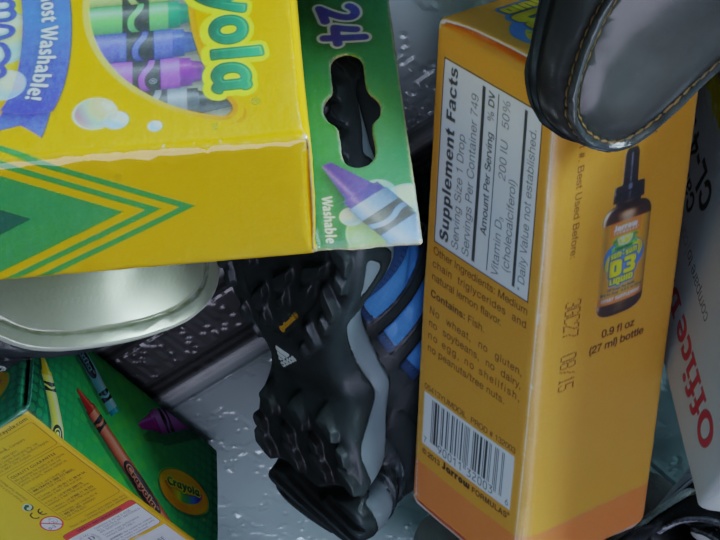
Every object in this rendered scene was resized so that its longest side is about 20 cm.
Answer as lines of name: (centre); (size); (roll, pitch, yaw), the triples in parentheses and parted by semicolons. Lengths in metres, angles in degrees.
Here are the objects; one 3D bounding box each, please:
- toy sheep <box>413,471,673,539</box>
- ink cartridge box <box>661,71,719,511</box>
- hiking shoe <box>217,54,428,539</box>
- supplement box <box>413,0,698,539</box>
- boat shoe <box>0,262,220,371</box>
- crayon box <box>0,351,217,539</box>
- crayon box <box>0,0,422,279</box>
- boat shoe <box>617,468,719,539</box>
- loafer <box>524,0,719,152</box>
toy sheep: (0.080, 0.148, 0.896); (0.198, 0.138, 0.139); (-8, 137, -11)
ink cartridge box: (0.171, -0.031, 0.709); (0.085, 0.148, 0.201); (9, 134, -15)
hiking shoe: (0.000, 0.000, 0.788); (0.087, 0.074, 0.201); (-34, 136, -37)
supplement box: (0.065, 0.005, 0.746); (0.066, 0.069, 0.201); (-19, 128, -33)
boat shoe: (-0.152, 0.004, 0.770); (0.198, 0.075, 0.066); (-7, 165, -21)
crayon box: (-0.171, 0.106, 0.877); (0.199, 0.059, 0.119); (-28, 132, 22)
crayon box: (-0.085, -0.061, 0.664); (0.198, 0.126, 0.052); (-4, 136, -2)
boat shoe: (0.128, 0.115, 0.815); (0.199, 0.072, 0.068); (-20, 175, -30)
loafer: (0.121, -0.114, 0.621); (0.072, 0.072, 0.201); (22, 108, -38)
